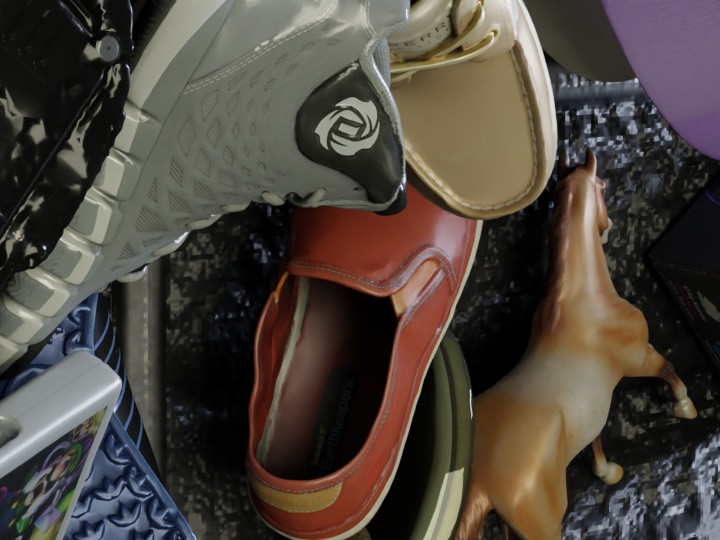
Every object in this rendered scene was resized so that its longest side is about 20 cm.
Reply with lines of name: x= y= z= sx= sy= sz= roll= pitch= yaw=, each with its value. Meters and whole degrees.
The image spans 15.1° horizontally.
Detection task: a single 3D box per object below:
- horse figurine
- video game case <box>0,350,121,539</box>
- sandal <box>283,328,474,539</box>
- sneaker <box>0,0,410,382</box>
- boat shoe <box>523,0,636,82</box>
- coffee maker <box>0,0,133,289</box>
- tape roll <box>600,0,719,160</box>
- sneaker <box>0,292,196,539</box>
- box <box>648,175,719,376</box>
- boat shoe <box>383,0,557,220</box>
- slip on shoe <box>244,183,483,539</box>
horse figurine: x=0.076 y=0.067 z=1.082 sx=0.200 sy=0.050 sz=0.133 roll=-56 pitch=140 yaw=-31
video game case: x=-0.161 y=0.134 z=0.842 sx=0.182 sy=0.023 sz=0.200 roll=-35 pitch=155 yaw=-50
sandal: x=-0.006 y=0.111 z=1.031 sx=0.057 sy=0.080 sz=0.201 roll=22 pitch=79 yaw=-10
sneaker: x=-0.047 y=-0.022 z=0.851 sx=0.115 sy=0.075 sz=0.200 roll=17 pitch=132 yaw=-23
boat shoe: x=0.060 y=-0.164 z=1.035 sx=0.200 sy=0.072 sz=0.069 roll=45 pitch=40 yaw=-19
coffee maker: x=-0.164 y=-0.060 z=0.804 sx=0.192 sy=0.200 sz=0.135 roll=-37 pitch=118 yaw=-28
tape roll: x=0.146 y=-0.146 z=1.040 sx=0.200 sy=0.066 sz=0.200 roll=35 pitch=48 yaw=-52
sneaker: x=-0.114 y=0.043 z=0.948 sx=0.070 sy=0.078 sz=0.200 roll=-20 pitch=88 yaw=-18
box: x=0.239 y=0.007 z=1.110 sx=0.122 sy=0.200 sz=0.106 roll=-46 pitch=121 yaw=-20
boat shoe: x=0.010 y=-0.093 z=0.878 sx=0.074 sy=0.069 sz=0.200 roll=-25 pitch=115 yaw=7
slip on shoe: x=0.000 y=0.000 z=0.998 sx=0.061 sy=0.074 sz=0.200 roll=60 pitch=43 yaw=-73
